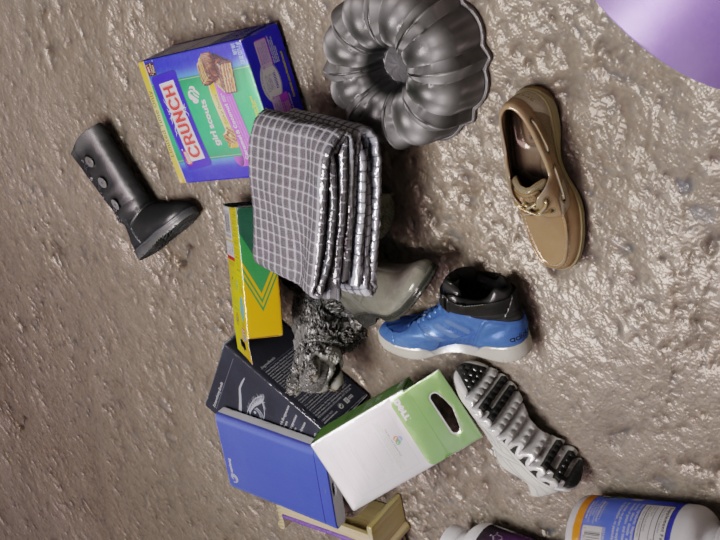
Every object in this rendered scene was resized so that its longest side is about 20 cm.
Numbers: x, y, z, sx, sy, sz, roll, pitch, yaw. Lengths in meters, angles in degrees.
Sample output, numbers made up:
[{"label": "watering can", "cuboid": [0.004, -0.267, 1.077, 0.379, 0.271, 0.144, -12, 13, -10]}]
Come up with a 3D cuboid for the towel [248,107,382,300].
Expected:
[{"label": "towel", "cuboid": [-0.059, -0.075, 1.092, 0.165, 0.085, 0.203, 21, 114, 47]}]

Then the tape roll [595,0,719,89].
[{"label": "tape roll", "cuboid": [0.268, -0.241, 0.746, 0.200, 0.200, 0.085, 46, 136, 8]}]

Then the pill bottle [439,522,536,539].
[{"label": "pill bottle", "cuboid": [0.198, 0.402, 1.255, 0.198, 0.112, 0.114, 12, 123, 34]}]

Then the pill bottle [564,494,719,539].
[{"label": "pill bottle", "cuboid": [0.343, 0.318, 1.085, 0.198, 0.112, 0.113, -5, 112, 41]}]

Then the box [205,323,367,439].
[{"label": "box", "cuboid": [-0.111, 0.186, 1.387, 0.199, 0.104, 0.149, 39, 134, 15]}]

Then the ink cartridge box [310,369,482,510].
[{"label": "ink cartridge box", "cuboid": [0.047, 0.207, 1.219, 0.199, 0.059, 0.104, -33, 93, 15]}]

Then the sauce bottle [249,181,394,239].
[{"label": "sauce bottle", "cuboid": [-0.052, -0.089, 1.203, 0.198, 0.065, 0.065, 19, 126, 33]}]

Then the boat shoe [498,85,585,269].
[{"label": "boat shoe", "cuboid": [0.182, -0.087, 1.006, 0.071, 0.064, 0.202, -3, 113, 40]}]

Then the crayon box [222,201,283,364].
[{"label": "crayon box", "cuboid": [-0.142, 0.012, 1.267, 0.127, 0.050, 0.203, -159, 64, -73]}]

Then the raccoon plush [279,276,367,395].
[{"label": "raccoon plush", "cuboid": [-0.087, 0.078, 1.279, 0.199, 0.134, 0.097, 38, 135, 15]}]

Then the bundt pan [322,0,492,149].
[{"label": "bundt pan", "cuboid": [0.037, -0.222, 1.039, 0.200, 0.076, 0.204, 21, 128, 30]}]

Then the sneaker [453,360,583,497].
[{"label": "sneaker", "cuboid": [0.180, 0.200, 1.183, 0.200, 0.075, 0.081, 49, 144, 6]}]

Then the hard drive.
[{"label": "hard drive", "cuboid": [-0.114, 0.276, 1.352, 0.198, 0.025, 0.133, 12, 123, 34]}]

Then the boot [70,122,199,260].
[{"label": "boot", "cuboid": [-0.338, -0.132, 1.420, 0.164, 0.065, 0.202, -30, 90, 44]}]

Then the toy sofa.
[{"label": "toy sofa", "cuboid": [-0.029, 0.379, 1.452, 0.198, 0.083, 0.099, 8, 119, 36]}]

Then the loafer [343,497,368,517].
[{"label": "loafer", "cuboid": [0.031, 0.270, 1.351, 0.076, 0.068, 0.200, 49, 120, 2]}]

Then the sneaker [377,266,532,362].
[{"label": "sneaker", "cuboid": [0.102, 0.045, 1.142, 0.198, 0.077, 0.112, 3, 123, 34]}]

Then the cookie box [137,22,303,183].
[{"label": "cookie box", "cuboid": [-0.171, -0.207, 1.220, 0.198, 0.075, 0.173, 0, 116, 41]}]

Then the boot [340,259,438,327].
[{"label": "boot", "cuboid": [0.000, 0.000, 1.166, 0.130, 0.068, 0.200, 42, 153, -11]}]
